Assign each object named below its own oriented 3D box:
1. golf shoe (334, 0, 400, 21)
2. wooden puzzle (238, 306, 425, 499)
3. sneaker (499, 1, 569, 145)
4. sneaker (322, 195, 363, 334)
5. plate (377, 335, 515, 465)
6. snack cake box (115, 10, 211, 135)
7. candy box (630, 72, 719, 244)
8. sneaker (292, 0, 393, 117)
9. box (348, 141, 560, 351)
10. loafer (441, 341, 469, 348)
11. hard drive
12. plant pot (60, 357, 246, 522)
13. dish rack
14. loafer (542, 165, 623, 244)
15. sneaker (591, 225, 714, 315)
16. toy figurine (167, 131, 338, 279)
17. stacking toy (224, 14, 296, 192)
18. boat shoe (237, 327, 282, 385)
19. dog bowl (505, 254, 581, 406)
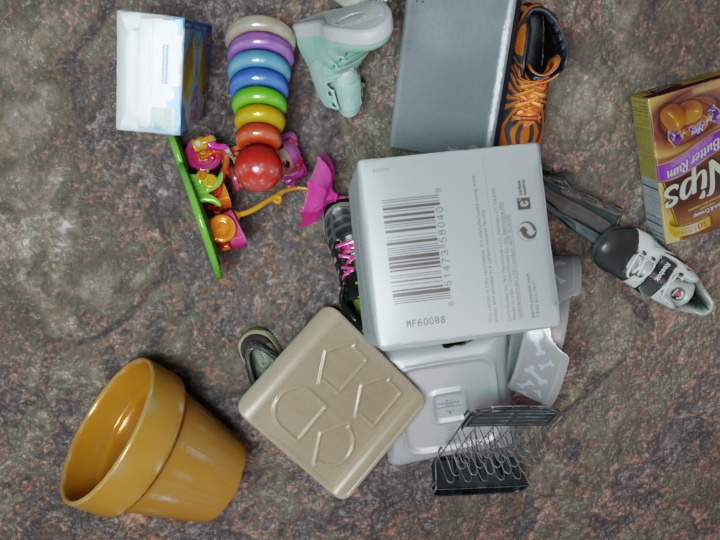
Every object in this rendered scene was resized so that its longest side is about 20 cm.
[{"bbox_3d":[0.030,-0.390,0.799,0.097,0.078,0.200,27,89,16],"label":"golf shoe"},{"bbox_3d":[-0.038,0.178,0.944,0.200,0.046,0.185,45,78,-13],"label":"wooden puzzle"},{"bbox_3d":[0.202,-0.220,0.844,0.077,0.112,0.201,-6,109,-2],"label":"sneaker"},{"bbox_3d":[0.000,0.000,0.912,0.074,0.087,0.200,-14,108,4],"label":"sneaker"},{"bbox_3d":[0.128,0.193,1.016,0.199,0.032,0.201,-9,109,-2],"label":"plate"},{"bbox_3d":[-0.213,-0.220,0.766,0.067,0.200,0.115,4,108,-6],"label":"snack cake box"},{"bbox_3d":[0.436,-0.147,0.917,0.116,0.056,0.201,-16,110,0],"label":"candy box"},{"bbox_3d":[-0.005,-0.235,0.788,0.074,0.200,0.118,-29,116,-14],"label":"sneaker"},{"bbox_3d":[0.095,-0.022,0.781,0.199,0.171,0.200,-6,87,-6],"label":"box"},{"bbox_3d":[0.128,0.076,0.927,0.199,0.070,0.075,4,141,-29],"label":"loafer"},{"bbox_3d":[0.112,-0.239,0.839,0.139,0.033,0.201,16,110,28],"label":"hard drive"},{"bbox_3d":[-0.263,0.247,0.930,0.183,0.200,0.200,36,102,-29],"label":"plant pot"},{"bbox_3d":[0.193,0.254,0.978,0.153,0.055,0.200,2,140,-16],"label":"dish rack"},{"bbox_3d":[0.264,-0.101,0.906,0.200,0.072,0.063,29,103,-27],"label":"loafer"},{"bbox_3d":[0.399,0.004,0.922,0.200,0.089,0.074,22,108,-24],"label":"sneaker"},{"bbox_3d":[-0.125,-0.112,0.868,0.184,0.150,0.201,-19,84,-12],"label":"toy figurine"},{"bbox_3d":[-0.117,-0.187,0.796,0.085,0.085,0.201,0,73,-4],"label":"stacking toy"},{"bbox_3d":[-0.111,0.175,0.973,0.072,0.066,0.201,-27,108,4],"label":"boat shoe"},{"bbox_3d":[0.235,0.072,0.905,0.058,0.200,0.201,11,107,7],"label":"dog bowl"}]
